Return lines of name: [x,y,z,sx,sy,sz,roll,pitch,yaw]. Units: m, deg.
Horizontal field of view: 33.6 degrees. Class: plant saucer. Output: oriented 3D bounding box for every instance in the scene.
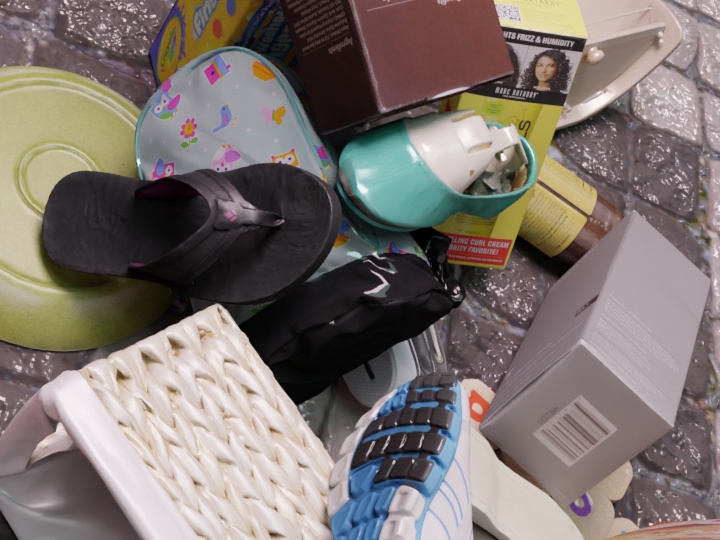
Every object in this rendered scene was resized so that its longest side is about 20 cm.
plant saucer: [-0.190,-0.049,0.748,0.198,0.031,0.203,14,58,-23]

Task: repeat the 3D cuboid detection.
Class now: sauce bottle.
sauce bottle: [0.156,-0.040,0.922,0.199,0.065,0.065,35,53,-10]

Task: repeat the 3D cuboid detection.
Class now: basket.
basket: [-0.088,0.139,0.642,0.123,0.135,0.201,-31,83,-41]

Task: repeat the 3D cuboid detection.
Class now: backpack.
backpack: [-0.049,-0.036,0.724,0.202,0.165,0.126,66,12,20]

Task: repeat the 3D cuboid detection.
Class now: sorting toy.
sorting toy: [0.130,-0.210,0.983,0.198,0.107,0.181,-19,68,-35]

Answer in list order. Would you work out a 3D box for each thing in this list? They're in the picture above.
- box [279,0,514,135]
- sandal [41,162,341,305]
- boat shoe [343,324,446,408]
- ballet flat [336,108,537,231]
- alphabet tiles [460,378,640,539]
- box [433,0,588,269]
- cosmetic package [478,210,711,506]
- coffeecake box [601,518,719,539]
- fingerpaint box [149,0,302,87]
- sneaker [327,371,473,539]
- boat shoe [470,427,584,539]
box: [0.004,-0.187,0.658,0.099,0.075,0.203,-19,94,-32]
sandal: [-0.104,-0.022,0.652,0.048,0.198,0.077,13,79,-61]
boat shoe: [0.000,0.000,0.816,0.070,0.072,0.203,1,65,-50]
ballet flat: [0.055,-0.067,0.705,0.068,0.070,0.199,58,25,11]
alphabet tiles: [0.117,0.176,0.814,0.195,0.015,0.201,42,52,-5]
box: [0.088,-0.092,0.815,0.074,0.202,0.051,7,43,-9]
cosmetic package: [0.166,0.055,0.820,0.090,0.107,0.200,40,33,-4]
coffeecake box: [0.215,0.196,0.720,0.199,0.152,0.074,6,76,-53]
fingerpaint box: [-0.030,-0.174,0.799,0.165,0.200,0.074,-6,68,-33]
sneaker: [0.029,0.147,0.598,0.087,0.074,0.202,41,48,-31]
boat shoe: [0.083,0.167,0.747,0.202,0.060,0.073,46,34,-24]
